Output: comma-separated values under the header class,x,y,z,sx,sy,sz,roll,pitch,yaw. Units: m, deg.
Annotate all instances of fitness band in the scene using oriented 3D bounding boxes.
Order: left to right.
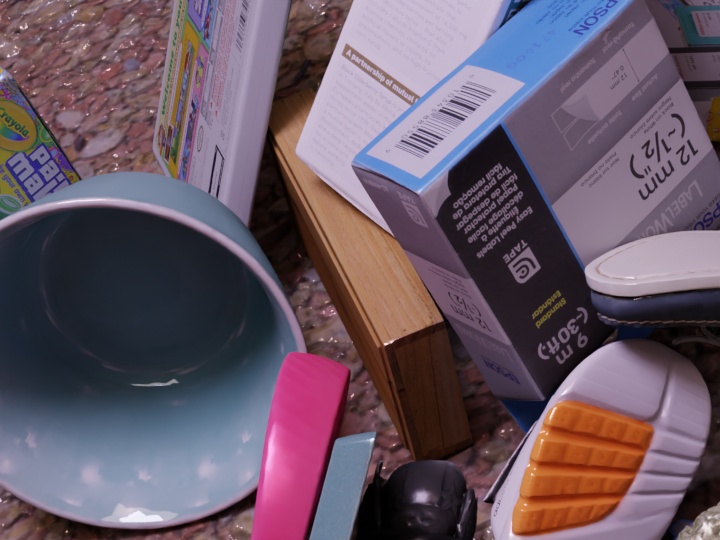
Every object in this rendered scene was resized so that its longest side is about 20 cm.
class,x,y,z,sx,sy,sz,roll,pitch,yaw
fitness band,-0.039,0.118,0.765,0.037,0.200,0.144,15,68,1

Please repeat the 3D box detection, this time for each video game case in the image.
class,x,y,z,sx,sy,sz,roll,pitch,yaw
video game case,-0.082,-0.128,0.979,0.022,0.201,0.182,3,25,-20

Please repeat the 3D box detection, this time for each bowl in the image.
class,x,y,z,sx,sy,sz,roll,pitch,yaw
bowl,-0.123,0.028,0.895,0.200,0.201,0.105,-16,28,11

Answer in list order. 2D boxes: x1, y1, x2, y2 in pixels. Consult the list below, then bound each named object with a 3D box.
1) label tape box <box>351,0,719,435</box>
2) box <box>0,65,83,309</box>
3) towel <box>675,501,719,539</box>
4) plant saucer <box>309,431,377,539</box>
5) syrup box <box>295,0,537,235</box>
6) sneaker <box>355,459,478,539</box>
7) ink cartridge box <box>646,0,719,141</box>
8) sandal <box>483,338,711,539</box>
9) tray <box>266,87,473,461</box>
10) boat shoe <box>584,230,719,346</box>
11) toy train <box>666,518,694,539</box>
class,x,y,z,sx,sy,sz,roll,pitch,yaw
label tape box,0.105,-0.017,0.798,0.143,0.200,0.066,-43,32,-15
box,-0.246,-0.049,0.989,0.122,0.200,0.193,-40,46,-12
towel,0.220,0.132,0.711,0.200,0.037,0.148,-38,63,-10
plant saucer,-0.010,0.110,0.751,0.019,0.200,0.070,14,81,3
syrup box,0.049,-0.124,0.832,0.081,0.200,0.079,39,34,23
sneaker,0.021,0.131,0.747,0.060,0.200,0.105,9,78,1
ink cartridge box,0.212,-0.171,0.915,0.199,0.146,0.147,2,53,32
sandal,0.087,0.124,0.767,0.207,0.079,0.059,-63,16,-10
tray,0.000,0.000,0.903,0.037,0.099,0.200,-21,45,-6
boat shoe,0.194,0.012,0.780,0.199,0.062,0.075,-8,23,-27
toy train,0.205,0.096,0.776,0.200,0.034,0.046,-37,45,-9
